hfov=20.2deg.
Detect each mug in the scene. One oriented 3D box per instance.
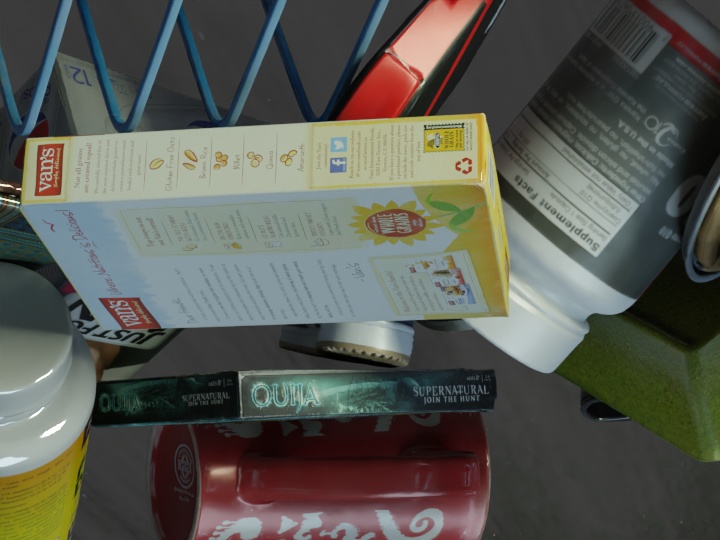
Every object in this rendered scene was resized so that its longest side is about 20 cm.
[{"bbox_3d":[-0.024,0.124,1.323,0.200,0.134,0.178,1,147,-24],"label":"mug"}]

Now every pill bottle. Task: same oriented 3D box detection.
[{"bbox_3d":[0.130,-0.050,1.086,0.200,0.114,0.114,-51,141,11],"label":"pill bottle"},{"bbox_3d":[-0.196,0.083,1.055,0.109,0.109,0.200,-8,148,-19],"label":"pill bottle"}]

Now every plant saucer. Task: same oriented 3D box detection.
[{"bbox_3d":[0.211,0.002,1.180,0.200,0.200,0.048,-38,121,-13],"label":"plant saucer"}]

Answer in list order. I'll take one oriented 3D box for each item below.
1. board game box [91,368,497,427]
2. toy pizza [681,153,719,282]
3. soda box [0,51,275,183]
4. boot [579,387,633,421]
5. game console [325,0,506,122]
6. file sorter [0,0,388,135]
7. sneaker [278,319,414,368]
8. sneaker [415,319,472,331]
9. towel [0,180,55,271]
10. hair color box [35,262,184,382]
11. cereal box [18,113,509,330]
[{"bbox_3d":[-0.037,0.073,1.169,0.200,0.028,0.135,2,173,-44],"label":"board game box"},{"bbox_3d":[0.241,-0.070,1.059,0.200,0.032,0.200,-42,158,-22],"label":"toy pizza"},{"bbox_3d":[-0.096,-0.047,1.065,0.200,0.064,0.068,17,133,-44],"label":"soda box"},{"bbox_3d":[0.220,0.023,1.290,0.200,0.132,0.070,-20,149,0],"label":"boot"},{"bbox_3d":[0.024,-0.091,0.979,0.177,0.031,0.200,-55,179,-27],"label":"game console"},{"bbox_3d":[-0.101,-0.137,0.863,0.200,0.123,0.139,-3,145,-25],"label":"file sorter"},{"bbox_3d":[0.000,0.000,1.196,0.070,0.109,0.200,9,176,-10],"label":"sneaker"},{"bbox_3d":[0.100,-0.040,1.190,0.200,0.075,0.085,-34,141,12],"label":"sneaker"},{"bbox_3d":[-0.226,-0.018,0.997,0.146,0.022,0.200,13,160,-33],"label":"towel"},{"bbox_3d":[-0.172,0.030,1.148,0.099,0.061,0.200,13,137,-43],"label":"hair color box"},{"bbox_3d":[-0.037,-0.018,0.902,0.200,0.040,0.144,-1,156,7],"label":"cereal box"}]
